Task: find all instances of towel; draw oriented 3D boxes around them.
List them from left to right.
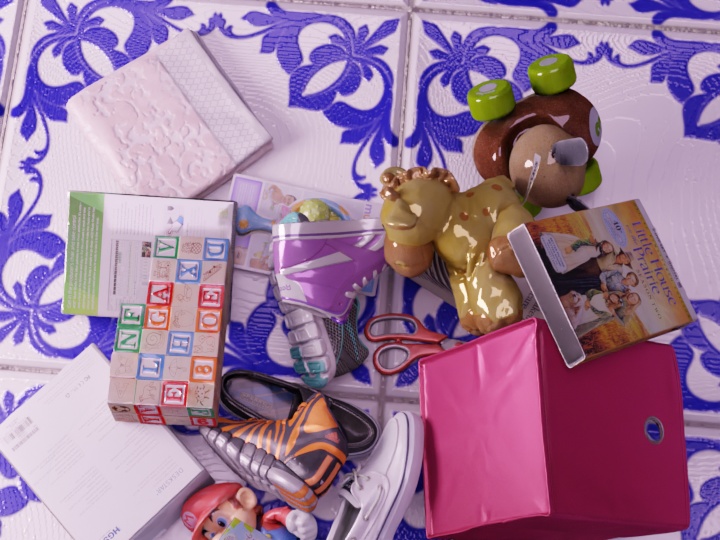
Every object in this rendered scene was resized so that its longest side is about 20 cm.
[{"bbox_3d":[-0.233,-0.179,1.567,0.190,0.032,0.201,-35,75,-10],"label":"towel"}]

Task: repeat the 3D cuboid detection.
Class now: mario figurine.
[{"bbox_3d":[-0.109,0.307,1.378,0.198,0.106,0.124,27,76,6],"label":"mario figurine"}]

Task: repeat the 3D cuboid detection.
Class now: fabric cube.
[{"bbox_3d":[0.198,0.176,1.330,0.197,0.199,0.199,12,68,-33],"label":"fabric cube"}]

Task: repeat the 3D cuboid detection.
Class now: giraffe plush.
[{"bbox_3d":[0.092,-0.040,1.345,0.160,0.172,0.203,11,88,-11],"label":"giraffe plush"}]

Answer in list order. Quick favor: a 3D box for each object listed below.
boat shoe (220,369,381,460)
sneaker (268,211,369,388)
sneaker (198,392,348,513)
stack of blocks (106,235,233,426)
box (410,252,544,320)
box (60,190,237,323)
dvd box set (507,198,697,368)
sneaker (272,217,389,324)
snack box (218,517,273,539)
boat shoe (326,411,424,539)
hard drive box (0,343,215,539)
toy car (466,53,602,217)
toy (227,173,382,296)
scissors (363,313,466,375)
[{"bbox_3d":[-0.072,0.163,1.447,0.197,0.057,0.069,17,73,6],"label":"boat shoe"},{"bbox_3d":[-0.045,0.030,1.472,0.090,0.077,0.203,-11,88,-38],"label":"sneaker"},{"bbox_3d":[-0.084,0.181,1.389,0.199,0.078,0.112,21,62,41],"label":"sneaker"},{"bbox_3d":[-0.207,0.064,1.405,0.113,0.059,0.202,3,64,1],"label":"stack of blocks"},{"bbox_3d":[0.142,0.011,1.487,0.199,0.068,0.083,31,76,10],"label":"box"},{"bbox_3d":[-0.246,-0.015,1.493,0.197,0.036,0.147,4,91,0],"label":"box"},{"bbox_3d":[0.249,0.008,1.295,0.198,0.029,0.148,-11,73,-42],"label":"dvd box set"},{"bbox_3d":[0.000,0.000,1.418,0.198,0.073,0.116,-5,87,-18],"label":"sneaker"},{"bbox_3d":[-0.079,0.374,1.323,0.198,0.170,0.068,28,38,7],"label":"snack box"},{"bbox_3d":[0.009,0.238,1.331,0.066,0.073,0.202,22,75,-20],"label":"boat shoe"},{"bbox_3d":[-0.285,0.210,1.417,0.156,0.077,0.200,-41,73,-11],"label":"hard drive box"},{"bbox_3d":[0.224,-0.127,1.433,0.156,0.200,0.166,-23,116,-7],"label":"toy car"},{"bbox_3d":[-0.069,-0.048,1.517,0.197,0.047,0.117,11,75,4],"label":"toy"},{"bbox_3d":[0.103,0.081,1.494,0.197,0.014,0.074,-4,71,0],"label":"scissors"}]
